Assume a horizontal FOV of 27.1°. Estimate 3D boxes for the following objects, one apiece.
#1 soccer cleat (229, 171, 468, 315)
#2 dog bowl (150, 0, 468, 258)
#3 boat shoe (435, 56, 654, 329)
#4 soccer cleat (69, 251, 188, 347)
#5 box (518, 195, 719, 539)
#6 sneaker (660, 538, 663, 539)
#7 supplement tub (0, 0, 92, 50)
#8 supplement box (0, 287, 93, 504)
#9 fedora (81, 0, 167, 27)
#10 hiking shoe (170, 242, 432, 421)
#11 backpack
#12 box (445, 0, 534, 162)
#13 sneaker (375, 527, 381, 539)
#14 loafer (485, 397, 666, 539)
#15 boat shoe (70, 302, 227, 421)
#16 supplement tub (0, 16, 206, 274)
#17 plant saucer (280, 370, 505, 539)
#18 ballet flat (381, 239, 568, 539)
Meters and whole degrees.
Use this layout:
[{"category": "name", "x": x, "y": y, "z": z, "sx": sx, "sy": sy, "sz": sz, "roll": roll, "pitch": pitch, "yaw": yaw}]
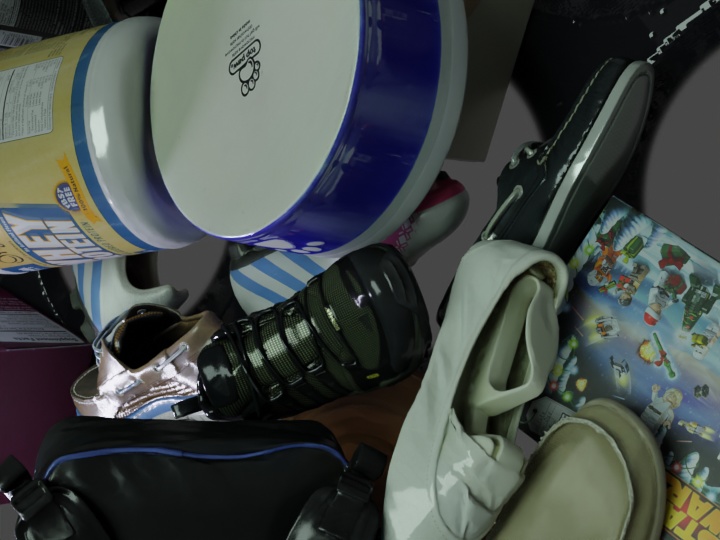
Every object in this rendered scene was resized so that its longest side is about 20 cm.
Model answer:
[{"category": "soccer cleat", "x": 0.000, "y": 0.000, "z": 0.923, "sx": 0.199, "sy": 0.070, "sz": 0.087, "roll": -17, "pitch": 98, "yaw": 45}, {"category": "dog bowl", "x": -0.035, "y": -0.111, "z": 0.842, "sx": 0.199, "sy": 0.078, "sz": 0.203, "roll": -10, "pitch": 77, "yaw": 49}, {"category": "boat shoe", "x": 0.101, "y": -0.037, "z": 0.849, "sx": 0.060, "sy": 0.075, "sz": 0.201, "roll": 34, "pitch": 109, "yaw": 26}, {"category": "soccer cleat", "x": -0.187, "y": -0.041, "z": 1.079, "sx": 0.086, "sy": 0.070, "sz": 0.201, "roll": -34, "pitch": 75, "yaw": 21}, {"category": "box", "x": 0.178, "y": 0.069, "z": 0.792, "sx": 0.199, "sy": 0.040, "sz": 0.138, "roll": 36, "pitch": 96, "yaw": 31}, {"category": "sneaker", "x": 0.106, "y": 0.211, "z": 0.851, "sx": 0.080, "sy": 0.071, "sz": 0.201, "roll": 36, "pitch": 103, "yaw": 32}, {"category": "supplement tub", "x": -0.293, "y": -0.204, "z": 1.070, "sx": 0.122, "sy": 0.199, "sz": 0.124, "roll": -1, "pitch": 89, "yaw": 37}, {"category": "supplement box", "x": -0.315, "y": 0.078, "z": 1.146, "sx": 0.199, "sy": 0.103, "sz": 0.132, "roll": 26, "pitch": 105, "yaw": 35}, {"category": "fedora", "x": -0.152, "y": -0.247, "z": 1.017, "sx": 0.091, "sy": 0.201, "sz": 0.203, "roll": -14, "pitch": 79, "yaw": 1}, {"category": "hiking shoe", "x": -0.035, "y": 0.050, "z": 0.827, "sx": 0.076, "sy": 0.100, "sz": 0.200, "roll": 62, "pitch": 147, "yaw": 9}, {"category": "backpack", "x": -0.093, "y": 0.175, "z": 0.799, "sx": 0.197, "sy": 0.154, "sz": 0.193, "roll": 2, "pitch": 95, "yaw": -7}, {"category": "box", "x": 0.049, "y": -0.174, "z": 0.886, "sx": 0.094, "sy": 0.077, "sz": 0.202, "roll": 23, "pitch": 104, "yaw": 35}, {"category": "sneaker", "x": -0.006, "y": 0.219, "z": 0.901, "sx": 0.199, "sy": 0.075, "sz": 0.117, "roll": -7, "pitch": 91, "yaw": 47}, {"category": "loafer", "x": 0.094, "y": 0.161, "z": 0.770, "sx": 0.075, "sy": 0.068, "sz": 0.202, "roll": 31, "pitch": 109, "yaw": 34}, {"category": "boat shoe", "x": -0.138, "y": 0.059, "z": 0.997, "sx": 0.199, "sy": 0.072, "sz": 0.073, "roll": -15, "pitch": 118, "yaw": 44}, {"category": "supplement tub", "x": -0.195, "y": -0.076, "z": 0.967, "sx": 0.198, "sy": 0.144, "sz": 0.147, "roll": -8, "pitch": 85, "yaw": 28}, {"category": "plant saucer", "x": 0.009, "y": 0.161, "z": 0.945, "sx": 0.199, "sy": 0.032, "sz": 0.203, "roll": 0, "pitch": 90, "yaw": 38}, {"category": "ballet flat", "x": 0.062, "y": 0.073, "z": 0.768, "sx": 0.069, "sy": 0.069, "sz": 0.202, "roll": 2, "pitch": 66, "yaw": 37}]
